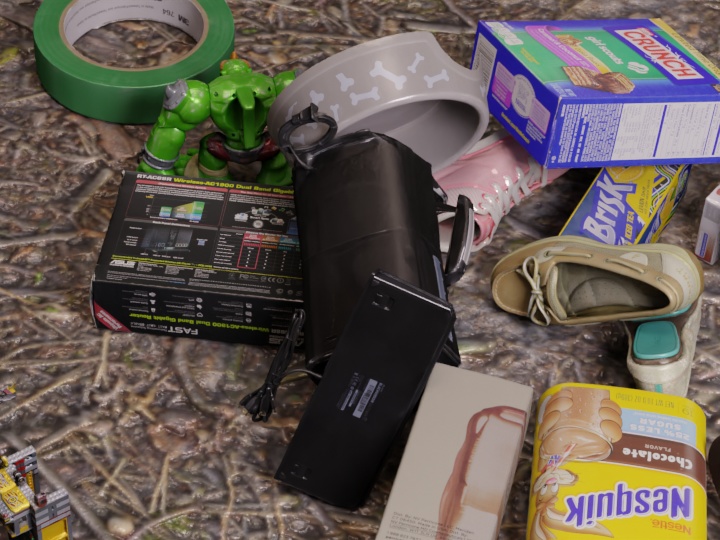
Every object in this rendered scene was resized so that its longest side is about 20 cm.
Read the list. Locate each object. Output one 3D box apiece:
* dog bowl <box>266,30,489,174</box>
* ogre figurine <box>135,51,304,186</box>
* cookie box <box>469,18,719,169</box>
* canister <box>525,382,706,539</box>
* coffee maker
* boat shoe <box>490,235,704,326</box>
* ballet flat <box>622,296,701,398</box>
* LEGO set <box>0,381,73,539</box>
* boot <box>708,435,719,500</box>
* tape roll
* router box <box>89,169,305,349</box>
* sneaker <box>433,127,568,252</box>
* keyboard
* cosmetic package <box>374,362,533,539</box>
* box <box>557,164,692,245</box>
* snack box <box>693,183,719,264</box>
[{"bbox_3d":[0.021,-0.129,1.717,0.200,0.200,0.059,-13,67,-16],"label":"dog bowl"},{"bbox_3d":[-0.107,-0.132,1.832,0.200,0.120,0.098,7,44,3],"label":"ogre figurine"},{"bbox_3d":[0.225,-0.166,1.817,0.200,0.075,0.171,-3,32,-25],"label":"cookie box"},{"bbox_3d":[0.200,0.187,1.545,0.148,0.087,0.200,7,42,3],"label":"canister"},{"bbox_3d":[0.000,0.000,1.635,0.192,0.135,0.200,22,48,-36],"label":"coffee maker"},{"bbox_3d":[0.192,0.014,1.689,0.200,0.073,0.063,2,21,34],"label":"boat shoe"},{"bbox_3d":[0.256,0.065,1.690,0.067,0.062,0.200,-4,20,17],"label":"ballet flat"},{"bbox_3d":[-0.306,0.174,1.503,0.154,0.116,0.200,-18,47,-21],"label":"LEGO set"},{"bbox_3d":[0.385,0.206,1.556,0.200,0.064,0.187,0,68,-27],"label":"boot"},{"bbox_3d":[-0.226,-0.228,1.977,0.200,0.048,0.201,2,44,-1],"label":"tape roll"},{"bbox_3d":[-0.128,-0.011,1.746,0.200,0.062,0.150,6,44,3],"label":"router box"},{"bbox_3d":[0.126,-0.071,1.818,0.200,0.075,0.105,-15,46,-12],"label":"sneaker"},{"bbox_3d":[-0.018,0.087,1.553,0.127,0.200,0.021,24,21,-5],"label":"keyboard"},{"bbox_3d":[0.068,0.182,1.530,0.087,0.104,0.200,13,46,8],"label":"cosmetic package"},{"bbox_3d":[0.238,-0.048,1.807,0.070,0.064,0.200,21,47,18],"label":"box"},{"bbox_3d":[0.376,-0.087,1.849,0.024,0.072,0.200,29,49,25],"label":"snack box"}]
